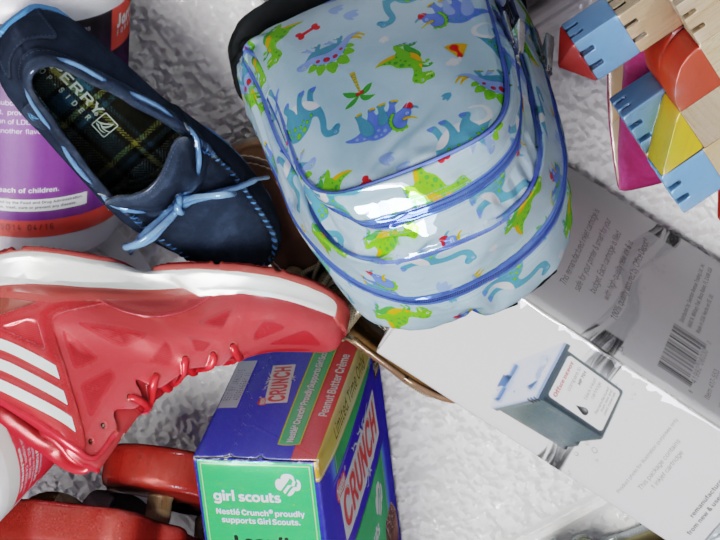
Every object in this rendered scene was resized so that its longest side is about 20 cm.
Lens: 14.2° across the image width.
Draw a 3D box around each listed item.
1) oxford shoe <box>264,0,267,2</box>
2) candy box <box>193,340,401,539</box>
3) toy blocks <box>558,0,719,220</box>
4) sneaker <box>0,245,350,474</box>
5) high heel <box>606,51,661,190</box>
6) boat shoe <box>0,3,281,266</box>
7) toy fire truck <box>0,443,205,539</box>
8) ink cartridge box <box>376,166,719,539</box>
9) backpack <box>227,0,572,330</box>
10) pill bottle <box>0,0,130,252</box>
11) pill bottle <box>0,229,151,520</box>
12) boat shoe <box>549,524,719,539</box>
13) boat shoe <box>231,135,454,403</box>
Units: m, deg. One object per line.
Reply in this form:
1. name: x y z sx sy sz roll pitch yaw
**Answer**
1. oxford shoe: -0.013 -0.139 1.530 0.075 0.058 0.200 -31 120 6
2. candy box: -0.030 0.149 1.613 0.077 0.169 0.200 -2 116 13
3. toy blocks: 0.190 -0.090 1.435 0.137 0.100 0.200 -34 120 5
4. sneaker: -0.106 0.057 1.513 0.200 0.116 0.078 5 162 -7
5. high heel: 0.121 -0.132 1.485 0.096 0.067 0.200 -34 116 17
6. boat shoe: -0.118 -0.052 1.501 0.200 0.069 0.084 36 104 -29
7. toy fire truck: -0.153 0.160 1.649 0.168 0.200 0.112 3 79 19
8. ink cartridge box: 0.126 0.034 1.521 0.200 0.146 0.086 32 123 -1
9. backpack: 0.026 -0.064 1.412 0.163 0.200 0.154 -15 151 1
10. pill bottle: -0.180 -0.113 1.556 0.112 0.112 0.200 10 119 11
11. pill bottle: -0.196 0.054 1.588 0.112 0.200 0.112 15 127 21
12. boat shoe: 0.152 0.165 1.627 0.202 0.074 0.065 -13 106 18
13. boat shoe: 0.000 0.000 1.584 0.200 0.072 0.076 35 120 -3
